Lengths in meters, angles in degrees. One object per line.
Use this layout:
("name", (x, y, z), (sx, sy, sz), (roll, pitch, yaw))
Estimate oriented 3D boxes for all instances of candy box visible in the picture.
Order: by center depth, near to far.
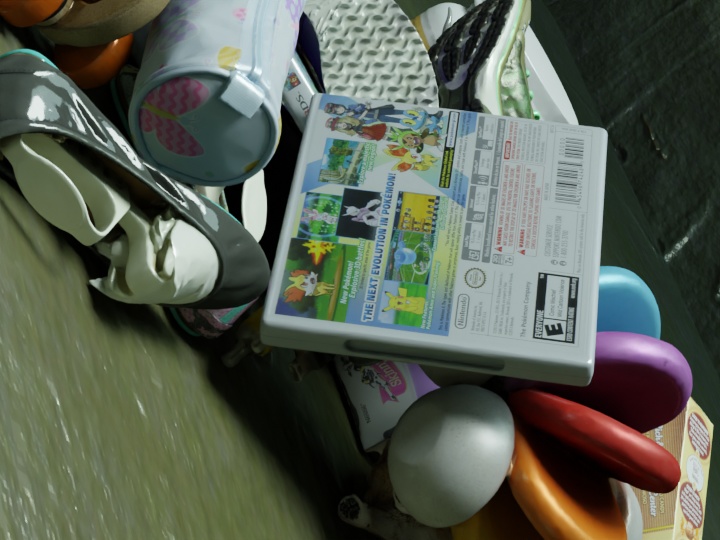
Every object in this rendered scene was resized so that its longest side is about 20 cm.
("candy box", (0.167, 0.186, 1.362), (0.055, 0.115, 0.202), (46, 47, -48))
("candy box", (0.047, 0.069, 1.412), (0.200, 0.071, 0.169), (40, 25, -57))

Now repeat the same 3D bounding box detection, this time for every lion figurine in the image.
("lion figurine", (0.051, 0.183, 1.218), (0.122, 0.072, 0.202), (26, 43, -65))

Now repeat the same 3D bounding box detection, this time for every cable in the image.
("cable", (0.000, 0.000, 1.186), (0.200, 0.096, 0.051), (-55, 128, -47))

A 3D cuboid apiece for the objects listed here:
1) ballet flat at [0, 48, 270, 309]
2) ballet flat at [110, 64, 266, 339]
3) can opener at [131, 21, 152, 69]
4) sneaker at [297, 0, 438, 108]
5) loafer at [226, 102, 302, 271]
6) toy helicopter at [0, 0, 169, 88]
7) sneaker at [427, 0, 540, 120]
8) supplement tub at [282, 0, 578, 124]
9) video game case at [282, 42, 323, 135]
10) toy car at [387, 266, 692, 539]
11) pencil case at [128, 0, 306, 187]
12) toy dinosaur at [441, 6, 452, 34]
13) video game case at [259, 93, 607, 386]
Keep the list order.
("ballet flat", (-0.123, -0.025, 1.011), (0.200, 0.068, 0.069), (41, 32, -30))
("ballet flat", (-0.089, -0.052, 1.157), (0.069, 0.071, 0.201), (44, 21, -49))
("can opener", (-0.113, -0.152, 1.279), (0.201, 0.067, 0.053), (61, 12, 30))
("sneaker", (-0.007, -0.154, 1.292), (0.201, 0.069, 0.100), (61, 2, 8))
("loafer", (-0.050, -0.063, 1.317), (0.201, 0.073, 0.071), (63, 15, 10))
("toy helicopter", (-0.144, -0.210, 1.145), (0.079, 0.132, 0.201), (45, 20, -47))
("sneaker", (0.088, -0.098, 1.314), (0.089, 0.077, 0.201), (41, 46, -32))
("supplement tub", (0.048, -0.108, 1.505), (0.145, 0.199, 0.145), (55, 15, -22))
("video game case", (-0.054, -0.148, 1.334), (0.183, 0.024, 0.200), (60, 4, 1))
("toy car", (0.120, 0.083, 1.161), (0.174, 0.149, 0.202), (31, 56, -35))
("pencil case", (-0.072, -0.135, 1.139), (0.083, 0.090, 0.201), (51, 31, -30))
("toy dinosaur", (0.034, -0.091, 1.359), (0.102, 0.077, 0.200), (44, 41, 8))
("video game case", (0.047, -0.022, 1.152), (0.201, 0.180, 0.022), (-79, 176, -46))
